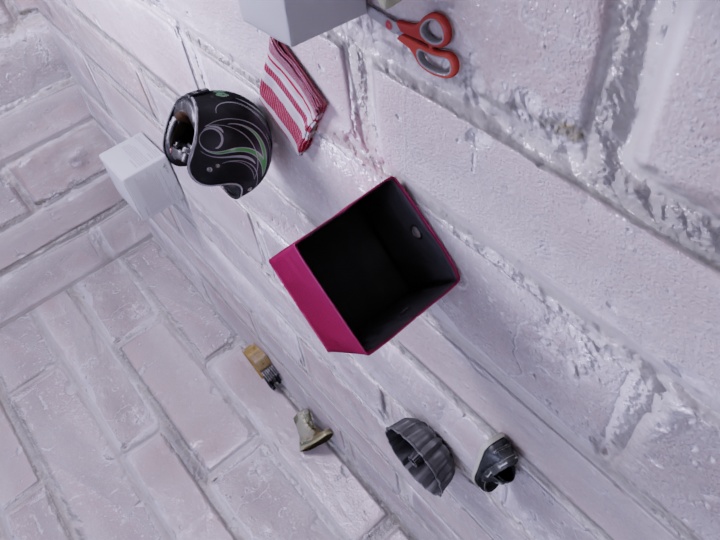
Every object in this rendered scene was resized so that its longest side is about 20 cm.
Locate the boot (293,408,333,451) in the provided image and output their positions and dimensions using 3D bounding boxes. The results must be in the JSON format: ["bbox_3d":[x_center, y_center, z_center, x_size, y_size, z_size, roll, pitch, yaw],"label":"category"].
[{"bbox_3d":[-0.197,0.631,2.576,0.200,0.072,0.155,-38,59,40],"label":"boot"}]

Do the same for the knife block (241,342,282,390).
[{"bbox_3d":[-0.422,0.428,2.785,0.200,0.064,0.176,28,146,51],"label":"knife block"}]

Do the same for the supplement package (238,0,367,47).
[{"bbox_3d":[-0.079,-0.379,0.713,0.117,0.117,0.201,38,150,36],"label":"supplement package"}]

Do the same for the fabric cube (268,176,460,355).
[{"bbox_3d":[0.000,0.000,1.020,0.197,0.200,0.199,56,161,-5],"label":"fabric cube"}]

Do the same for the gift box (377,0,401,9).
[{"bbox_3d":[0.047,-0.338,0.434,0.185,0.200,0.187,49,175,4],"label":"gift box"}]

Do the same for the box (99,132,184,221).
[{"bbox_3d":[-0.752,-0.324,2.202,0.199,0.171,0.201,40,155,35],"label":"box"}]

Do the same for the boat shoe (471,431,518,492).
[{"bbox_3d":[0.259,0.384,1.217,0.068,0.072,0.201,46,156,32],"label":"boat shoe"}]

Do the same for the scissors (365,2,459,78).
[{"bbox_3d":[0.043,-0.280,0.754,0.200,0.014,0.073,35,151,41],"label":"scissors"}]

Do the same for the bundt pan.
[{"bbox_3d":[0.151,0.434,1.523,0.202,0.076,0.202,46,158,25],"label":"bundt pan"}]

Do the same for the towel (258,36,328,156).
[{"bbox_3d":[-0.124,-0.291,1.092,0.144,0.023,0.200,55,160,3],"label":"towel"}]

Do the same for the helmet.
[{"bbox_3d":[-0.263,-0.243,1.235,0.199,0.190,0.202,-6,82,50],"label":"helmet"}]
